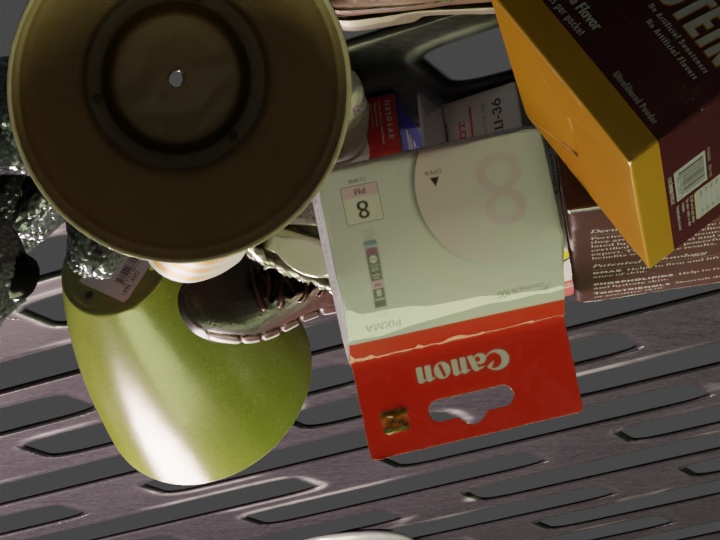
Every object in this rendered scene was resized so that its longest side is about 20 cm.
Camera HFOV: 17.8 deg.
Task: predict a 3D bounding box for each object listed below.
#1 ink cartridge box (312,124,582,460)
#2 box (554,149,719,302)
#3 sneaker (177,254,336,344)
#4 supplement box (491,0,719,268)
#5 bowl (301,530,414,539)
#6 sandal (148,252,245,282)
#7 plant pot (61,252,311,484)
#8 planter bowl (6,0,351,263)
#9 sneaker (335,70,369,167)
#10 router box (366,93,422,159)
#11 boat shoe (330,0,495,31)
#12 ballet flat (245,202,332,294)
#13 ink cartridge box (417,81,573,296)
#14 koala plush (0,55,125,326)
[{"bbox_3d":[0.064,0.015,1.575,0.161,0.202,0.057,-12,176,-7],"label":"ink cartridge box"},{"bbox_3d":[0.211,-0.093,1.548,0.163,0.168,0.200,-8,161,5],"label":"box"},{"bbox_3d":[-0.036,-0.009,1.717,0.198,0.076,0.116,-12,159,-20],"label":"sneaker"},{"bbox_3d":[0.203,-0.138,1.348,0.199,0.133,0.197,-37,160,-2],"label":"supplement box"},{"bbox_3d":[-0.021,0.415,3.071,0.199,0.091,0.201,-7,161,-2],"label":"bowl"},{"bbox_3d":[-0.116,-0.020,1.605,0.078,0.060,0.207,-2,173,-18],"label":"sandal"},{"bbox_3d":[-0.157,0.043,1.838,0.185,0.189,0.200,-11,146,13],"label":"plant pot"},{"bbox_3d":[-0.110,-0.114,1.378,0.198,0.202,0.135,-5,-171,-5],"label":"planter bowl"},{"bbox_3d":[-0.090,-0.108,1.578,0.198,0.075,0.100,-4,142,-9],"label":"sneaker"},{"bbox_3d":[-0.033,-0.060,1.737,0.178,0.049,0.200,-11,161,12],"label":"router box"},{"bbox_3d":[0.056,-0.191,1.352,0.198,0.073,0.068,-17,155,15],"label":"boat shoe"},{"bbox_3d":[0.000,0.000,1.646,0.198,0.072,0.072,17,156,-10],"label":"ballet flat"},{"bbox_3d":[0.118,-0.061,1.686,0.067,0.118,0.200,-17,160,26],"label":"ink cartridge box"},{"bbox_3d":[-0.263,-0.018,1.493,0.182,0.201,0.178,5,146,18],"label":"koala plush"}]
